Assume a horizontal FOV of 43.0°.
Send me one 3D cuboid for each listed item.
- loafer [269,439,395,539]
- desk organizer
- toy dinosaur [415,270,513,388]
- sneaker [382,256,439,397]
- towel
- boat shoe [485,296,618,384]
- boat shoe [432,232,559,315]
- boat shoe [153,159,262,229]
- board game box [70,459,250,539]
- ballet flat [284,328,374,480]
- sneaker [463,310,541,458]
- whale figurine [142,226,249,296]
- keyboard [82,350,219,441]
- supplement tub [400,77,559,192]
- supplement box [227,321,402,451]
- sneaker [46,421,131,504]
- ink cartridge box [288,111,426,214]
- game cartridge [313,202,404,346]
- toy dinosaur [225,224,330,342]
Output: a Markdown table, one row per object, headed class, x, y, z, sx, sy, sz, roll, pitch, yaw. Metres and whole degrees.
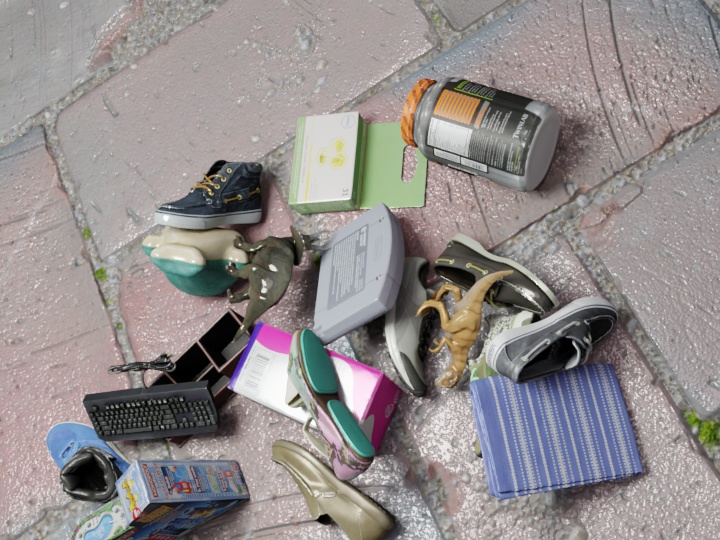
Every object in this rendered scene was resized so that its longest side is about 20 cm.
| class | x | y | z | sx | sy | sz | roll | pitch | yaw |
| --- | --- | --- | --- | --- | --- | --- | --- | --- | --- |
| loafer | -0.048 | 0.292 | 1.190 | 0.199 | 0.076 | 0.068 | 31 | 77 | 26 |
| desk organizer | -0.223 | 0.152 | 1.301 | 0.200 | 0.077 | 0.072 | -44 | 63 | 1 |
| toy dinosaur | 0.134 | 0.055 | 1.169 | 0.106 | 0.060 | 0.202 | 35 | 122 | 31 |
| sneaker | 0.071 | 0.070 | 1.230 | 0.078 | 0.074 | 0.203 | -11 | 68 | 10 |
| towel | 0.234 | 0.192 | 1.104 | 0.197 | 0.024 | 0.147 | -5 | 68 | -16 |
| boat shoe | 0.249 | 0.089 | 1.111 | 0.198 | 0.073 | 0.068 | -14 | 31 | -29 |
| boat shoe | 0.173 | 0.017 | 1.188 | 0.061 | 0.072 | 0.201 | -45 | 39 | -10 |
| boat shoe | -0.218 | -0.113 | 1.320 | 0.070 | 0.199 | 0.092 | 12 | 104 | 33 |
| board game box | -0.276 | 0.309 | 1.196 | 0.199 | 0.200 | 0.062 | -30 | 65 | 7 |
| ballet flat | -0.052 | 0.170 | 1.135 | 0.071 | 0.069 | 0.201 | -41 | 62 | 23 |
| sneaker | 0.172 | 0.142 | 1.176 | 0.088 | 0.077 | 0.202 | 8 | 68 | 35 |
| whale figurine | -0.238 | -0.008 | 1.305 | 0.157 | 0.200 | 0.105 | 10 | 100 | 2 |
| keyboard | -0.295 | 0.177 | 1.260 | 0.197 | 0.021 | 0.129 | -9 | 109 | 17 |
| supplement tub | 0.163 | -0.193 | 1.261 | 0.198 | 0.123 | 0.124 | 23 | 80 | 25 |
| supplement box | -0.059 | 0.159 | 1.227 | 0.198 | 0.103 | 0.102 | 20 | 78 | 26 |
| sneaker | -0.398 | 0.270 | 1.303 | 0.199 | 0.111 | 0.077 | 31 | 83 | 26 |
| ink cartridge box | -0.003 | -0.162 | 1.352 | 0.197 | 0.048 | 0.147 | -3 | 70 | 22 |
| game cartridge | 0.000 | 0.000 | 1.237 | 0.133 | 0.040 | 0.201 | -34 | 32 | 30 |
| toy dinosaur | -0.129 | 0.003 | 1.246 | 0.101 | 0.077 | 0.201 | 4 | 50 | 29 |
